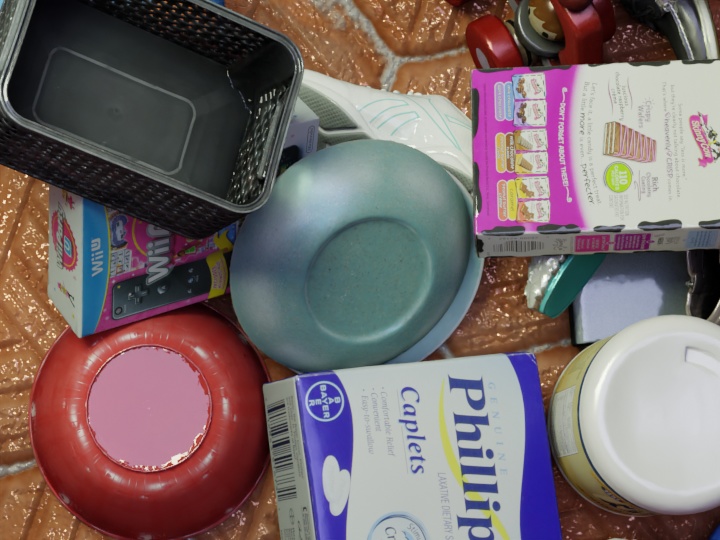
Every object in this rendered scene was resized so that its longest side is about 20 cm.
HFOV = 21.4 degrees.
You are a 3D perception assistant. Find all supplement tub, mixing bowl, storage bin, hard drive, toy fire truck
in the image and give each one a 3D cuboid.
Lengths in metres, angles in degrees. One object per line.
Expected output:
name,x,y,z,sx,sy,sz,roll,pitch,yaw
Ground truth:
supplement tub,0.221,0.114,1.447,0.143,0.200,0.146,1,82,-4
mixing bowl,-0.162,0.110,1.465,0.198,0.108,0.202,0,83,-4
storage bin,-0.155,-0.120,1.306,0.199,0.094,0.136,22,70,-22
hard drive,0.234,-0.041,1.554,0.138,0.033,0.202,-3,83,-5
toy fire truck,0.134,-0.237,1.504,0.112,0.168,0.201,-27,85,-7

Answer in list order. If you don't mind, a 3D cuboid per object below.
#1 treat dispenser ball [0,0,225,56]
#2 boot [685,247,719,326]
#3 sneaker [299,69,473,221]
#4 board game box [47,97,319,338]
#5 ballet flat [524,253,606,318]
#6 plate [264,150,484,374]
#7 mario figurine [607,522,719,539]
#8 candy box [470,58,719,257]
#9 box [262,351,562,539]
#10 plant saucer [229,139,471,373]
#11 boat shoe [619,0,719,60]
treat dispenser ball,-0.203,-0.192,1.455,0.199,0.201,0.203,1,82,-4
boot,0.322,-0.032,1.510,0.145,0.070,0.202,9,82,-37
sneaker,0.028,-0.112,1.538,0.199,0.071,0.080,27,52,8
board game box,-0.135,-0.047,1.436,0.199,0.148,0.064,-16,41,-28
ballet flat,0.183,-0.051,1.511,0.072,0.072,0.200,39,79,1
plate,0.003,-0.004,1.493,0.199,0.026,0.201,-10,118,-19
mario figurine,0.261,0.252,1.509,0.200,0.106,0.123,-35,50,-18
candy box,0.184,-0.085,1.447,0.198,0.061,0.137,-2,72,6
box,0.041,0.163,1.456,0.199,0.105,0.185,-5,83,-19
plant saucer,0.000,0.000,1.455,0.200,0.039,0.202,-10,119,-18
boat shoe,0.242,-0.235,1.566,0.066,0.072,0.202,-16,79,-1
